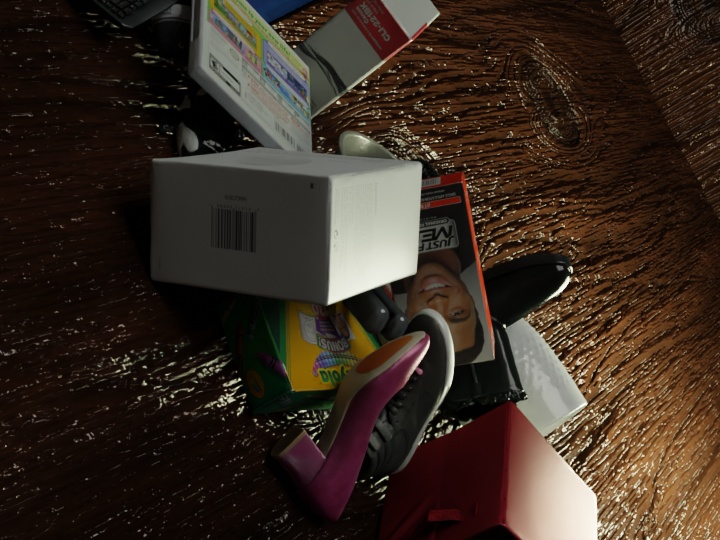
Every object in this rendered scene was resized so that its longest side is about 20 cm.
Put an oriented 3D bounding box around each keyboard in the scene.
[{"bbox_3d":[-0.247,-0.334,1.339,0.127,0.021,0.200,34,39,5],"label":"keyboard"}]

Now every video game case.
[{"bbox_3d":[-0.119,-0.221,1.353,0.200,0.022,0.183,42,32,-41],"label":"video game case"}]

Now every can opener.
[{"bbox_3d":[0.000,0.000,1.311,0.053,0.067,0.200,23,14,-32],"label":"can opener"}]

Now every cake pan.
[{"bbox_3d":[0.036,-0.080,1.457,0.200,0.037,0.201,40,23,-20],"label":"cake pan"}]

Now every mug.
[{"bbox_3d":[0.176,0.138,1.545,0.176,0.147,0.200,57,-1,14],"label":"mug"}]

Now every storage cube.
[{"bbox_3d":[0.136,0.280,1.293,0.200,0.170,0.180,47,30,-22],"label":"storage cube"}]

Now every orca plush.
[{"bbox_3d":[-0.159,-0.135,1.298,0.105,0.071,0.201,48,31,-22],"label":"orca plush"}]

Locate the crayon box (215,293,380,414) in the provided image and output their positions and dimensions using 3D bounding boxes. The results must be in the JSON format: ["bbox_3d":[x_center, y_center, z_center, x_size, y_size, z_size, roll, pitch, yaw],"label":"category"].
[{"bbox_3d":[-0.054,0.082,1.283,0.199,0.058,0.120,6,59,-58],"label":"crayon box"}]

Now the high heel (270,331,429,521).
[{"bbox_3d":[0.011,0.152,1.211,0.200,0.067,0.096,-43,107,-15],"label":"high heel"}]

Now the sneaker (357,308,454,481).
[{"bbox_3d":[0.031,0.137,1.261,0.070,0.201,0.099,31,25,26],"label":"sneaker"}]

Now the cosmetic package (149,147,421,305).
[{"bbox_3d":[-0.070,-0.050,1.204,0.200,0.198,0.124,-20,114,-61],"label":"cosmetic package"}]

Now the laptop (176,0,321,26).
[{"bbox_3d":[-0.159,-0.380,1.456,0.199,0.103,0.178,10,41,-56],"label":"laptop"}]

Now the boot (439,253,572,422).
[{"bbox_3d":[0.163,0.079,1.422,0.073,0.197,0.164,46,32,-57],"label":"boot"}]

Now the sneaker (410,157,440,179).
[{"bbox_3d":[0.105,-0.062,1.626,0.090,0.069,0.201,69,-4,-46],"label":"sneaker"}]

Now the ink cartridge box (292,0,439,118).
[{"bbox_3d":[-0.014,-0.282,1.542,0.084,0.199,0.144,51,29,-9],"label":"ink cartridge box"}]

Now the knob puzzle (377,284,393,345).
[{"bbox_3d":[0.045,0.044,1.443,0.221,0.030,0.220,59,15,-26],"label":"knob puzzle"}]

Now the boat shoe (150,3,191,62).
[{"bbox_3d":[-0.164,-0.250,1.411,0.199,0.069,0.067,12,72,-59],"label":"boat shoe"}]

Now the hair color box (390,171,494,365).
[{"bbox_3d":[0.083,0.003,1.339,0.061,0.101,0.202,-72,150,-74],"label":"hair color box"}]
